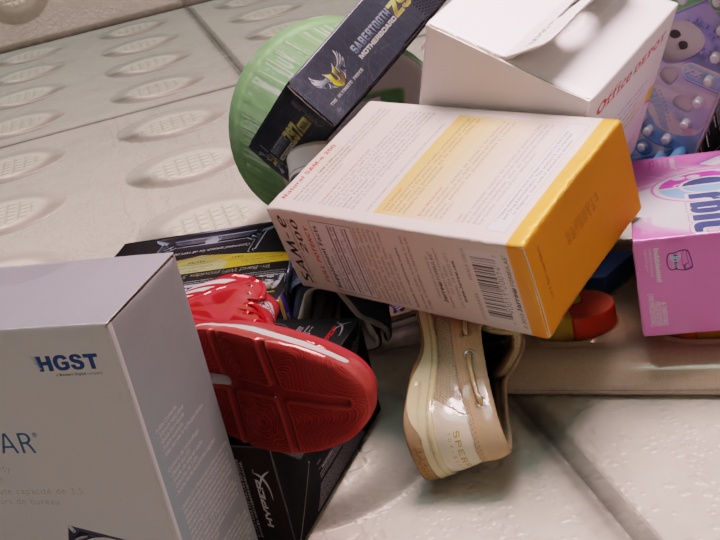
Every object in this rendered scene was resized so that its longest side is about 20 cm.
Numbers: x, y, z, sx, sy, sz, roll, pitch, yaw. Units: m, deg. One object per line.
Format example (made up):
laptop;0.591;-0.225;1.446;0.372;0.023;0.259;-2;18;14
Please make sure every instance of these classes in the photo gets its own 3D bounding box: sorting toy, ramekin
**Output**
sorting toy;0.198;0.020;0.776;0.184;0.037;0.200;-2;25;23
ramekin;-0.014;-0.130;1.028;0.199;0.201;0.098;-20;26;-17

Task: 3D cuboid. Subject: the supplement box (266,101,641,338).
supplement box;0.058;-0.039;0.704;0.200;0.074;0.126;12;48;40

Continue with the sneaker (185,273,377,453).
sneaker;-0.059;0.036;0.631;0.199;0.079;0.116;6;31;32

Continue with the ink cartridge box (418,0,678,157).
ink cartridge box;0.124;-0.121;0.775;0.125;0.200;0.129;29;54;21

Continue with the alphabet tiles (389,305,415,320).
alphabet tiles;-0.021;0.010;0.953;0.166;0.006;0.200;-17;23;-9

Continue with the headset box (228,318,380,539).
headset box;-0.108;0.098;0.707;0.199;0.077;0.149;-4;25;23

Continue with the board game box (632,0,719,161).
board game box;0.176;-0.174;0.823;0.200;0.200;0.026;30;48;20

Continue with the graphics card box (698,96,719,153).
graphics card box;0.325;-0.111;0.839;0.125;0.051;0.200;-4;-16;-4

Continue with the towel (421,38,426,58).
towel;0.125;-0.159;0.975;0.030;0.201;0.146;-14;-17;-33

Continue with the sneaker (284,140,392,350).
sneaker;-0.002;0.000;0.870;0.077;0.147;0.202;-12;-17;18

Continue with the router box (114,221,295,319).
router box;-0.131;0.020;0.915;0.199;0.052;0.157;-8;26;18

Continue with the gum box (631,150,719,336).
gum box;0.242;-0.028;0.743;0.113;0.066;0.200;-6;19;15

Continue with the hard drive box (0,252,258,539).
hard drive box;-0.151;0.100;0.566;0.155;0.201;0.077;-5;24;19

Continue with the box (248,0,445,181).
box;0.002;-0.173;0.869;0.200;0.051;0.158;-51;5;-17

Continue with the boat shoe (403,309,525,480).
boat shoe;0.075;0.048;0.706;0.064;0.071;0.200;-15;38;22
